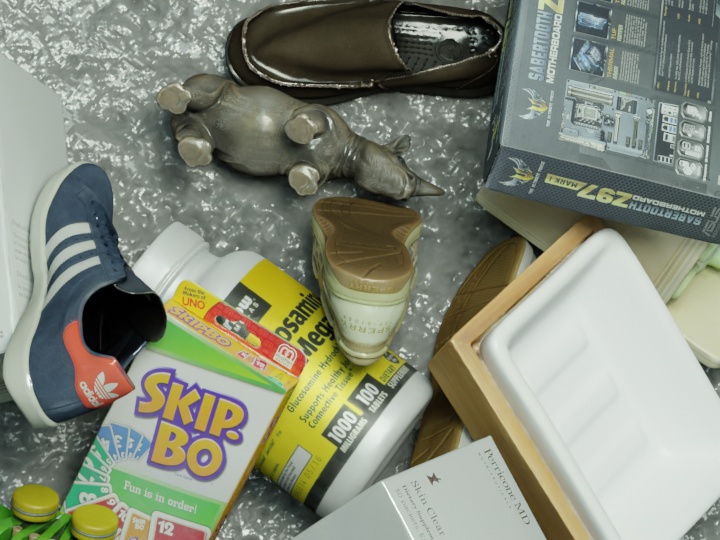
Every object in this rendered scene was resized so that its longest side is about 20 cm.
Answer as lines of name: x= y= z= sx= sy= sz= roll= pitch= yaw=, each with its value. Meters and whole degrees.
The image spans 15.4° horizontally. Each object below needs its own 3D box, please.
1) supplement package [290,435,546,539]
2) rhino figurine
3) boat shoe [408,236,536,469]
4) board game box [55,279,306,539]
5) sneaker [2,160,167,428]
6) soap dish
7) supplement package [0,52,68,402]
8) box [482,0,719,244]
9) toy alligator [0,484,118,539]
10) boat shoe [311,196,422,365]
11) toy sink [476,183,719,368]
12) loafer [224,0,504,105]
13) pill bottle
supplement package: x=0.046 y=0.230 z=1.608 sx=0.111 sy=0.156 sz=0.201 roll=-19 pitch=77 yaw=-49
rhino figurine: x=-0.038 y=-0.083 z=1.759 sx=0.199 sy=0.087 sz=0.060 roll=16 pitch=101 yaw=-2
boat shoe: x=0.088 y=0.075 z=1.737 sx=0.069 sy=0.071 sz=0.201 roll=30 pitch=63 yaw=-24
board game box: x=-0.114 y=0.109 z=1.656 sx=0.095 sy=0.030 sz=0.201 roll=31 pitch=113 yaw=7
sneaker: x=-0.156 y=0.009 z=1.623 sx=0.084 sy=0.075 sz=0.201 roll=-14 pitch=46 yaw=20
soap dish: x=0.143 y=0.087 z=1.679 sx=0.157 sy=0.081 sz=0.201 roll=-41 pitch=104 yaw=-37
supplement package: x=-0.254 y=-0.024 z=1.685 sx=0.117 sy=0.117 sz=0.201 roll=-12 pitch=73 yaw=16
box: x=0.167 y=-0.124 z=1.677 sx=0.157 sy=0.051 sz=0.201 roll=13 pitch=54 yaw=-6
toy alligator: x=-0.168 y=0.185 z=1.657 sx=0.199 sy=0.054 sz=0.060 roll=18 pitch=116 yaw=14
boat shoe: x=0.000 y=0.000 z=1.698 sx=0.073 sy=0.200 sz=0.063 roll=7 pitch=107 yaw=2
toy sink: x=0.201 y=-0.057 z=1.739 sx=0.200 sy=0.112 sz=0.130 roll=36 pitch=54 yaw=6
loafer: x=0.008 y=-0.157 z=1.789 sx=0.199 sy=0.071 sz=0.073 roll=-3 pitch=74 yaw=-7
pill bottle: x=-0.062 y=0.061 z=1.696 sx=0.200 sy=0.112 sz=0.113 roll=36 pitch=73 yaw=5
